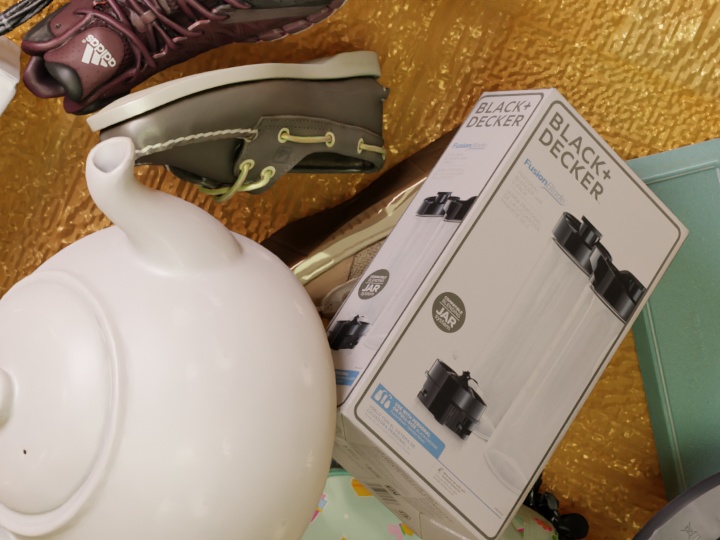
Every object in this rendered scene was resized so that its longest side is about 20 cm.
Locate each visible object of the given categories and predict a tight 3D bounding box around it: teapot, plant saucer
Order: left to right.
[{"bbox_3d":[-0.119,0.068,1.190,0.146,0.197,0.201,7,67,-42],"label":"teapot"},{"bbox_3d":[0.181,0.032,1.377,0.070,0.019,0.201,-14,108,0],"label":"plant saucer"}]

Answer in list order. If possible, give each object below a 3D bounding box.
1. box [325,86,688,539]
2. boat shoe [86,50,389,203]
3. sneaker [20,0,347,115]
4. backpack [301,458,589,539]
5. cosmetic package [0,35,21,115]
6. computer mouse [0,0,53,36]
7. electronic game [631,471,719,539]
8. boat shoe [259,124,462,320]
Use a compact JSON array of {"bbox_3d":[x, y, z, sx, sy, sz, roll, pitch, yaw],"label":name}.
[{"bbox_3d":[0.062,0.021,1.257,0.117,0.060,0.200,45,67,-25],"label":"box"},{"bbox_3d":[-0.051,-0.066,1.235,0.072,0.201,0.060,-13,91,36],"label":"boat shoe"},{"bbox_3d":[-0.086,-0.117,1.204,0.200,0.115,0.076,-23,103,46],"label":"sneaker"},{"bbox_3d":[0.009,0.146,1.341,0.200,0.127,0.167,41,100,-19],"label":"backpack"},{"bbox_3d":[-0.266,-0.050,1.278,0.113,0.081,0.200,30,103,-15],"label":"cosmetic package"},{"bbox_3d":[-0.137,-0.195,1.217,0.059,0.034,0.200,33,94,15],"label":"computer mouse"},{"bbox_3d":[0.199,0.192,1.389,0.199,0.042,0.201,-15,121,-26],"label":"electronic game"},{"bbox_3d":[0.000,0.000,1.322,0.200,0.071,0.065,-31,108,5],"label":"boat shoe"}]
